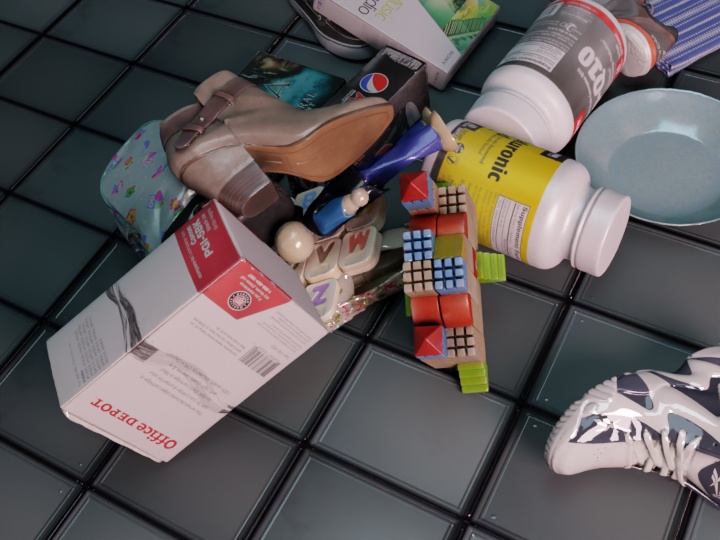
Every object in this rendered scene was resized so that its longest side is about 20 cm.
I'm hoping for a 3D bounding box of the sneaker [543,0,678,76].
[{"bbox_3d":[0.300,-0.306,1.127,0.081,0.078,0.201,-30,56,-15],"label":"sneaker"}]

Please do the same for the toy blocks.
[{"bbox_3d":[0.073,0.002,0.828,0.098,0.137,0.205,-5,78,14],"label":"toy blocks"}]

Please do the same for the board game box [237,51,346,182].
[{"bbox_3d":[-0.121,-0.176,1.114,0.133,0.028,0.201,21,58,22],"label":"board game box"}]

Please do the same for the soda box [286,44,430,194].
[{"bbox_3d":[-0.002,-0.164,1.060,0.063,0.072,0.200,28,60,28],"label":"soda box"}]

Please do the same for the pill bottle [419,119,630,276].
[{"bbox_3d":[0.163,-0.069,0.936,0.197,0.112,0.112,25,58,24],"label":"pill bottle"}]

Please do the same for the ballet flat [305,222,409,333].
[{"bbox_3d":[0.000,0.000,0.935,0.197,0.065,0.076,-29,54,-14],"label":"ballet flat"}]

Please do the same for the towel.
[{"bbox_3d":[0.373,-0.327,1.173,0.143,0.024,0.201,-27,55,-16],"label":"towel"}]

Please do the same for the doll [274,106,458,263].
[{"bbox_3d":[-0.002,-0.078,0.887,0.198,0.049,0.137,-36,15,4],"label":"doll"}]

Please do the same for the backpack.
[{"bbox_3d":[-0.176,-0.067,0.956,0.167,0.127,0.199,-43,43,-12],"label":"backpack"}]

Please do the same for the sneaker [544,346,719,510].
[{"bbox_3d":[0.261,0.150,0.767,0.195,0.081,0.130,-14,42,-16],"label":"sneaker"}]

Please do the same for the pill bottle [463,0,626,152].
[{"bbox_3d":[0.203,-0.200,1.033,0.112,0.115,0.201,25,59,25],"label":"pill bottle"}]

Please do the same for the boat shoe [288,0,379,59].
[{"bbox_3d":[-0.042,-0.345,1.218,0.068,0.057,0.200,-31,54,-17],"label":"boat shoe"}]

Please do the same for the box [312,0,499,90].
[{"bbox_3d":[0.059,-0.330,1.170,0.198,0.037,0.145,34,61,7],"label":"box"}]

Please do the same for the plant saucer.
[{"bbox_3d":[0.328,-0.113,0.995,0.196,0.039,0.204,-4,52,4],"label":"plant saucer"}]

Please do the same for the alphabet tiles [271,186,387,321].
[{"bbox_3d":[-0.065,-0.016,0.934,0.196,0.015,0.198,-17,41,27],"label":"alphabet tiles"}]

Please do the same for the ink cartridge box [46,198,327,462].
[{"bbox_3d":[-0.150,0.058,0.815,0.199,0.147,0.083,-38,50,7],"label":"ink cartridge box"}]

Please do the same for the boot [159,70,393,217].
[{"bbox_3d":[-0.087,-0.138,0.866,0.198,0.071,0.146,-33,58,-19],"label":"boot"}]
